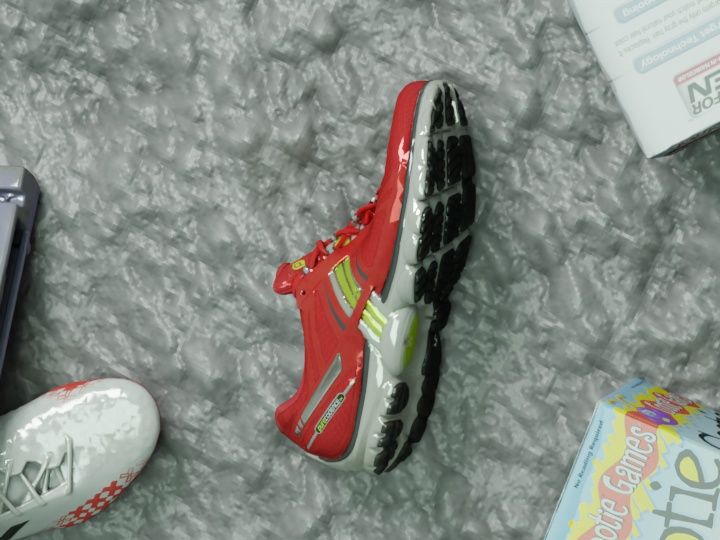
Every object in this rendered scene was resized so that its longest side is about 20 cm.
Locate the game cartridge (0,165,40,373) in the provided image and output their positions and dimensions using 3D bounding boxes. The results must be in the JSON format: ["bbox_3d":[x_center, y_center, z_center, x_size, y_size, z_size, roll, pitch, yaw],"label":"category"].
[{"bbox_3d":[-0.242,0.040,1.499,0.129,0.038,0.200,0,65,20],"label":"game cartridge"}]

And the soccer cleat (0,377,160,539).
[{"bbox_3d":[-0.193,0.113,1.506,0.200,0.085,0.069,-23,88,17],"label":"soccer cleat"}]

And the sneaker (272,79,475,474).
[{"bbox_3d":[0.000,0.000,1.448,0.085,0.077,0.200,16,99,20],"label":"sneaker"}]

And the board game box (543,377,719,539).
[{"bbox_3d":[0.194,0.139,1.385,0.200,0.105,0.103,22,100,12],"label":"board game box"}]

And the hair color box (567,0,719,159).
[{"bbox_3d":[0.140,-0.164,1.399,0.099,0.061,0.200,-27,86,17],"label":"hair color box"}]
